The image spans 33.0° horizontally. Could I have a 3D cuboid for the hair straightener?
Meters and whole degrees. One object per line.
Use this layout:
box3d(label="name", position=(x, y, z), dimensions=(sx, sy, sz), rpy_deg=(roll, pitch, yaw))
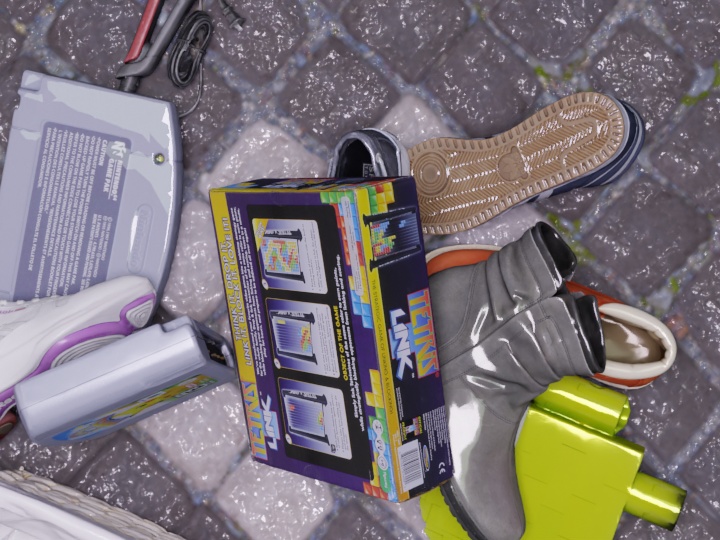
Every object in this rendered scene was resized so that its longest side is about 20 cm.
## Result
box3d(label="hair straightener", position=(-0.127, -0.194, 0.916), dimensions=(0.076, 0.041, 0.202), rpy_deg=(23, 86, 2))

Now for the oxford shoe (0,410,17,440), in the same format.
box3d(label="oxford shoe", position=(-0.348, 0.133, 0.880), dimensions=(0.198, 0.070, 0.076), rpy_deg=(-26, 79, -4))

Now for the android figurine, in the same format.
box3d(label="android figurine", position=(0.125, 0.162, 0.873), dimensions=(0.198, 0.041, 0.185), rpy_deg=(19, 96, 16))

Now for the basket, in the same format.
box3d(label="basket", position=(-0.198, 0.234, 0.844), dimensions=(0.198, 0.123, 0.137), rpy_deg=(23, 87, 3))

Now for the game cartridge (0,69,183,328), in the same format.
box3d(label="game cartridge", position=(-0.201, -0.034, 0.894), dimensions=(0.131, 0.041, 0.203), rpy_deg=(13, 96, 5))

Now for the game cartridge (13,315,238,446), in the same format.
box3d(label="game cartridge", position=(-0.155, 0.078, 0.817), dimensions=(0.132, 0.200, 0.041), rpy_deg=(-20, 82, 0))

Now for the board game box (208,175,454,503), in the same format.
box3d(label="board game box", position=(-0.022, 0.040, 0.817), dimensions=(0.056, 0.164, 0.203), rpy_deg=(-16, 104, -37))

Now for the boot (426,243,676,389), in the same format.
box3d(label="boot", position=(0.131, 0.029, 0.868), dimensions=(0.197, 0.107, 0.076), rpy_deg=(18, 89, 4))

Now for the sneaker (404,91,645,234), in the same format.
box3d(label="sneaker", position=(0.116, -0.078, 0.901), dimensions=(0.198, 0.108, 0.071), rpy_deg=(-18, 88, 29))

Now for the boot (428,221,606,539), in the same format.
box3d(label="boot", position=(0.105, 0.079, 0.808), dimensions=(0.129, 0.067, 0.203), rpy_deg=(-20, 83, 30))

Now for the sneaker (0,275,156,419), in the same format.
box3d(label="sneaker", position=(-0.241, 0.043, 0.847), dimensions=(0.198, 0.075, 0.100), rpy_deg=(-28, 63, -10))

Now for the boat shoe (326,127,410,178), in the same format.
box3d(label="boat shoe", position=(0.000, 0.000, 0.872), dimensions=(0.071, 0.068, 0.203), rpy_deg=(7, 98, 19))
